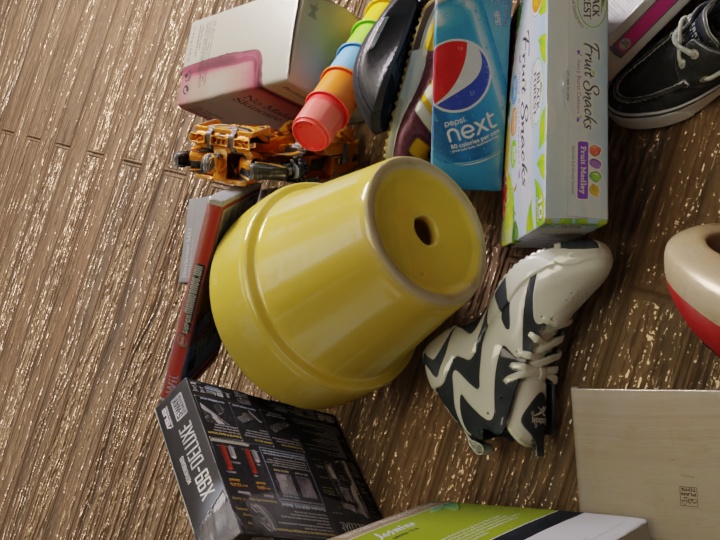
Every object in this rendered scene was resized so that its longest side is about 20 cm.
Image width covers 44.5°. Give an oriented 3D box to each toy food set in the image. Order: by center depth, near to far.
[{"bbox_3d":[0.238,0.152,0.605,0.199,0.060,0.144,-7,83,44],"label":"toy food set"}]

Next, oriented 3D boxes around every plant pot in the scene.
[{"bbox_3d":[0.000,0.000,0.760,0.189,0.200,0.202,-30,57,45],"label":"plant pot"}]

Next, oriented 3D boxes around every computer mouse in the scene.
[{"bbox_3d":[0.034,-0.222,0.864,0.046,0.140,0.201,17,84,11],"label":"computer mouse"}]

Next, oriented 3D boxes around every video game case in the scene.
[{"bbox_3d":[-0.144,0.015,0.862,0.017,0.143,0.201,17,104,3],"label":"video game case"}]

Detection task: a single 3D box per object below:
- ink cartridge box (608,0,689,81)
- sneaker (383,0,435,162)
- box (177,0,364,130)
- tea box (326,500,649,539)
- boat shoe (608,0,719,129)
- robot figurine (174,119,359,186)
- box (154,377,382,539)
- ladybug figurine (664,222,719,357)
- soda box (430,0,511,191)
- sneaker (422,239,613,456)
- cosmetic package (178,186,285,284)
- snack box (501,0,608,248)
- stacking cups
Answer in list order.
[{"bbox_3d":[0.250,-0.252,0.711,0.200,0.037,0.095,-48,24,25],"label":"ink cartridge box"},{"bbox_3d":[0.084,-0.152,0.838,0.090,0.075,0.201,16,106,19],"label":"sneaker"},{"bbox_3d":[-0.094,-0.228,0.998,0.199,0.128,0.109,0,77,45],"label":"box"},{"bbox_3d":[0.095,0.278,0.610,0.196,0.133,0.201,-10,85,44],"label":"tea box"},{"bbox_3d":[0.267,-0.172,0.666,0.200,0.068,0.072,-20,63,40],"label":"boat shoe"},{"bbox_3d":[-0.094,-0.122,0.898,0.144,0.200,0.059,12,104,28],"label":"robot figurine"},{"bbox_3d":[-0.074,0.188,0.789,0.050,0.200,0.158,-45,50,19],"label":"box"},{"bbox_3d":[0.270,0.027,0.553,0.200,0.135,0.072,-120,30,-67],"label":"ladybug figurine"},{"bbox_3d":[0.095,-0.174,0.766,0.064,0.068,0.201,1,105,4],"label":"soda box"},{"bbox_3d":[0.140,0.076,0.702,0.199,0.079,0.130,-40,53,29],"label":"sneaker"},{"bbox_3d":[-0.109,-0.030,0.978,0.199,0.090,0.107,-3,78,41],"label":"cosmetic package"},{"bbox_3d":[0.153,-0.125,0.702,0.142,0.053,0.201,126,146,-83],"label":"snack box"},{"bbox_3d":[-0.006,-0.193,0.887,0.060,0.061,0.200,-10,41,42],"label":"stacking cups"}]
